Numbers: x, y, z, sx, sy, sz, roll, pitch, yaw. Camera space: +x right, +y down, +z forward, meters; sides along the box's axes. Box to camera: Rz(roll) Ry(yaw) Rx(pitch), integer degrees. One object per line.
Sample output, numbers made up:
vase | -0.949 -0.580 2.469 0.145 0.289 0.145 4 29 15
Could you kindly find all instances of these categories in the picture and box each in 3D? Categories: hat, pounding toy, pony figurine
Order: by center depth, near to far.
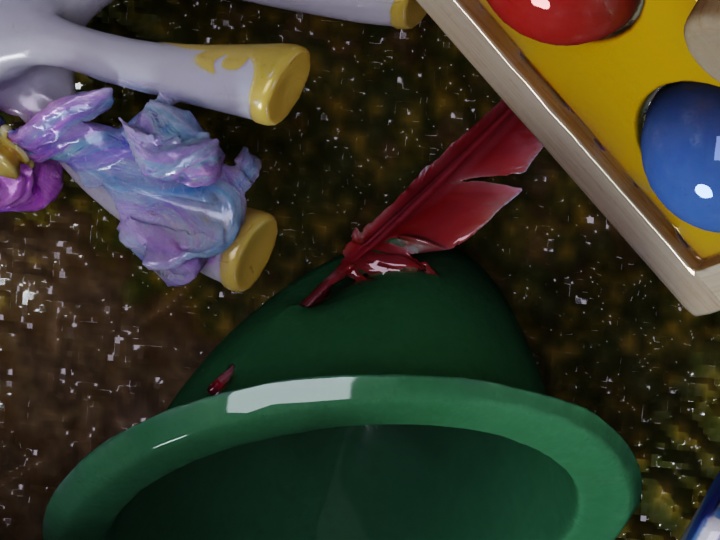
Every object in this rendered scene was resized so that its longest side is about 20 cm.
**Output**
pounding toy | 0.105 -0.093 0.769 0.184 0.142 0.200 48 146 -14
pony figurine | -0.103 -0.073 0.881 0.200 0.167 0.193 25 71 21
hat | 0.000 0.000 0.914 0.200 0.166 0.176 -3 60 -6

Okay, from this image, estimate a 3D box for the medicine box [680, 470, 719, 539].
medicine box | 0.139 0.189 0.882 0.182 0.103 0.200 29 100 6
